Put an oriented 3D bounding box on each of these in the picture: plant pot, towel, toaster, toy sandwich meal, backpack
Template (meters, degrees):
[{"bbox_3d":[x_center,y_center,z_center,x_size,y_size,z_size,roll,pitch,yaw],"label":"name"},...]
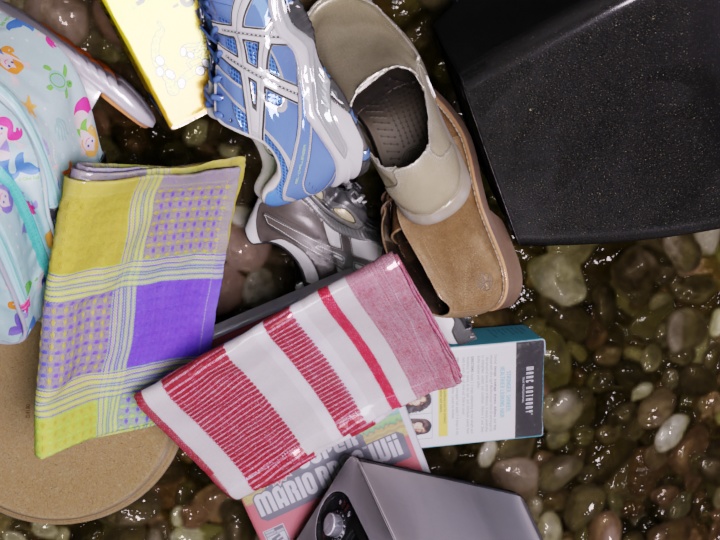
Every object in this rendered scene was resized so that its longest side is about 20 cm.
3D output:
[{"bbox_3d":[0.161,-0.129,0.862,0.176,0.200,0.201,-22,118,5],"label":"plant pot"},{"bbox_3d":[-0.144,0.021,0.791,0.143,0.023,0.202,-7,117,-49],"label":"towel"},{"bbox_3d":[0.042,0.253,0.916,0.199,0.119,0.182,17,117,-30],"label":"toaster"},{"bbox_3d":[-0.037,0.079,0.840,0.199,0.023,0.144,-29,136,4],"label":"towel"},{"bbox_3d":[-0.215,0.089,0.895,0.203,0.070,0.207,-3,106,-9],"label":"toy sandwich meal"},{"bbox_3d":[-0.255,-0.060,0.768,0.176,0.151,0.201,9,125,13],"label":"backpack"}]

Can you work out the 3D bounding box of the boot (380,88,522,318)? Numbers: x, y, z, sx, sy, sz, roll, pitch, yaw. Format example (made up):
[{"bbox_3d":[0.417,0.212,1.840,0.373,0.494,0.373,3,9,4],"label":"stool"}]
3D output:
[{"bbox_3d":[0.043,-0.059,0.876,0.075,0.074,0.201,-15,72,-32],"label":"boot"}]

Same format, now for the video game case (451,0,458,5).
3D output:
[{"bbox_3d":[0.126,-0.277,0.916,0.142,0.019,0.202,-15,104,-10],"label":"video game case"}]

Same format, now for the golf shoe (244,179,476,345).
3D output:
[{"bbox_3d":[0.000,0.000,0.925,0.200,0.078,0.095,43,100,-10],"label":"golf shoe"}]

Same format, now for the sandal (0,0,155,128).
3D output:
[{"bbox_3d":[-0.236,-0.146,0.834,0.206,0.079,0.059,33,95,-9],"label":"sandal"}]

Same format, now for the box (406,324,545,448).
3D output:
[{"bbox_3d":[0.045,0.094,0.962,0.198,0.049,0.083,-4,104,-12],"label":"box"}]

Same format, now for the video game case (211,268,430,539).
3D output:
[{"bbox_3d":[-0.037,0.114,0.909,0.142,0.017,0.201,-23,112,-4],"label":"video game case"}]

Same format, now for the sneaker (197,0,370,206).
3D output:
[{"bbox_3d":[-0.067,-0.131,0.758,0.077,0.076,0.201,-32,108,-9],"label":"sneaker"}]

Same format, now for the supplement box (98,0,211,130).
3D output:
[{"bbox_3d":[-0.132,-0.213,0.821,0.109,0.109,0.201,-29,107,-5],"label":"supplement box"}]

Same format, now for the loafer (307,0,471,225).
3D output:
[{"bbox_3d":[0.016,-0.127,0.847,0.075,0.068,0.201,-31,64,2],"label":"loafer"}]
